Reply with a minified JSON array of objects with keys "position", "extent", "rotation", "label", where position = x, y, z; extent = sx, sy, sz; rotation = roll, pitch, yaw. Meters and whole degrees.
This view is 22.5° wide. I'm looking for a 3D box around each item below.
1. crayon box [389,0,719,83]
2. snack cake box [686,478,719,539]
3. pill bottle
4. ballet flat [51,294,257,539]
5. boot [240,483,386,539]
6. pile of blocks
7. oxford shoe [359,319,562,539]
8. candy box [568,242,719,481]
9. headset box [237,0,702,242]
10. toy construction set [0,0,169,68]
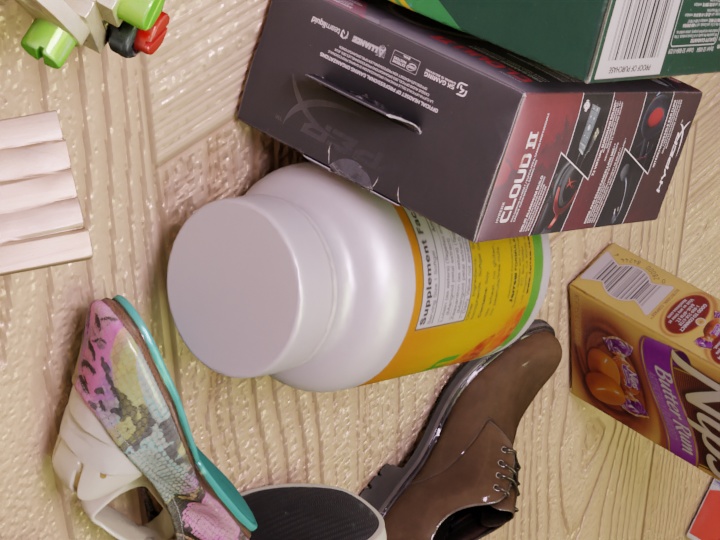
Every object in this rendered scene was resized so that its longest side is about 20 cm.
[{"position":[0.095,-0.146,0.860],"extent":[0.199,0.172,0.059],"rotation":[-11,121,-52],"label":"crayon box"},{"position":[0.391,0.179,1.626],"extent":[0.067,0.115,0.201],"rotation":[11,106,-58],"label":"snack cake box"},{"position":[0.000,0.000,0.900],"extent":[0.199,0.111,0.112],"rotation":[-8,122,-53],"label":"pill bottle"},{"position":[-0.107,0.092,0.875],"extent":[0.071,0.069,0.201],"rotation":[-32,144,-9],"label":"ballet flat"},{"position":[-0.074,0.207,1.007],"extent":[0.199,0.072,0.145],"rotation":[-19,131,-38],"label":"boot"},{"position":[-0.192,0.011,0.692],"extent":[0.200,0.082,0.062],"rotation":[-39,-173,-17],"label":"pile of blocks"},{"position":[0.077,0.121,1.144],"extent":[0.201,0.084,0.073],"rotation":[-54,147,-14],"label":"oxford shoe"},{"position":[0.234,0.077,1.225],"extent":[0.056,0.199,0.117],"rotation":[-42,145,-28],"label":"candy box"},{"position":[0.050,-0.079,0.873],"extent":[0.199,0.148,0.076],"rotation":[-7,121,-53],"label":"headset box"},{"position":[-0.090,-0.150,0.662],"extent":[0.200,0.092,0.131],"rotation":[-46,172,-9],"label":"toy construction set"}]
